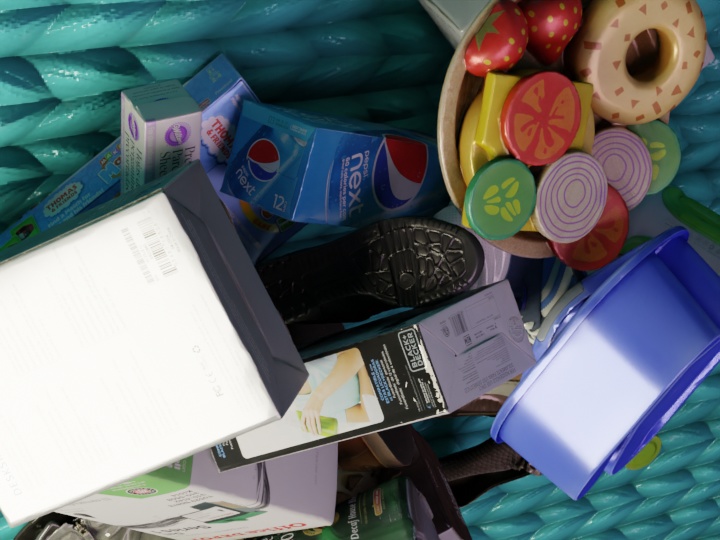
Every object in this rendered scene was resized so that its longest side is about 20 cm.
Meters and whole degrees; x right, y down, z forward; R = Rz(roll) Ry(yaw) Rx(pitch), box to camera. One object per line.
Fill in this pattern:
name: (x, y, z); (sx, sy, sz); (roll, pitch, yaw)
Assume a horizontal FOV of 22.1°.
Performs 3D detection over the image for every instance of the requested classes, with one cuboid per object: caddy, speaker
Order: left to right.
caddy: (0.170, 0.058, 1.255); (0.200, 0.105, 0.141); (-54, 163, 26)
speaker: (0.287, 0.005, 1.455); (0.088, 0.200, 0.089); (-29, 137, -31)

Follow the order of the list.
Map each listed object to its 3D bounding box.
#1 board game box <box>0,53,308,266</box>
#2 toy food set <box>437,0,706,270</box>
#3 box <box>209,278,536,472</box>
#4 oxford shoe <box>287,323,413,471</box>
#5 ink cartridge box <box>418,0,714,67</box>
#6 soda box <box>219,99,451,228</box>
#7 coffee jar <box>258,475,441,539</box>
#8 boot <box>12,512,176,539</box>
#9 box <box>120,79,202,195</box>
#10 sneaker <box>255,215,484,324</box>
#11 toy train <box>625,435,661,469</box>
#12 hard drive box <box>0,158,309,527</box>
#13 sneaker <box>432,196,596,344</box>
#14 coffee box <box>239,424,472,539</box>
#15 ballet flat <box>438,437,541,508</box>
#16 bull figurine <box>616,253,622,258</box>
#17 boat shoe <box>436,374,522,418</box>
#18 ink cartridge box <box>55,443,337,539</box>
board game box: (-0.130, -0.032, 1.241); (0.200, 0.037, 0.151); (-38, 140, 0)
toy food set: (0.135, -0.098, 1.191); (0.199, 0.049, 0.199); (0, 104, -35)
box: (0.001, 0.070, 1.211); (0.200, 0.060, 0.117); (-18, -177, 36)
oxford shoe: (-0.036, 0.081, 1.376); (0.071, 0.071, 0.200); (-17, 120, 24)
ink cartridge box: (0.141, -0.175, 1.274); (0.145, 0.084, 0.200); (-41, 140, 2)
soda box: (0.000, -0.066, 1.242); (0.200, 0.068, 0.064); (3, 106, -53)
coffee jar: (-0.038, 0.231, 1.357); (0.199, 0.104, 0.085); (-24, 112, 7)
boot: (-0.227, 0.237, 1.412); (0.200, 0.068, 0.131); (-49, 133, 3)
box: (-0.130, -0.028, 1.185); (0.041, 0.039, 0.200); (-15, 134, -25)
sneaker: (0.001, 0.003, 1.229); (0.199, 0.060, 0.104); (-12, 177, 23)
toy train: (0.218, 0.128, 1.592); (0.085, 0.116, 0.200); (-31, 140, -9)
hard drive box: (-0.157, 0.046, 1.129); (0.200, 0.077, 0.156); (-22, 102, 18)
sneaker: (0.097, 0.016, 1.298); (0.146, 0.081, 0.200); (-30, 137, -23)
coffee box: (-0.020, 0.219, 1.469); (0.200, 0.113, 0.080); (-27, 143, 6)
ballet flat: (0.100, 0.173, 1.540); (0.067, 0.047, 0.200); (5, 154, -37)
bull figurine: (0.168, 0.006, 1.433); (0.065, 0.200, 0.121); (-60, -174, -20)
boat shoe: (0.071, 0.078, 1.479); (0.199, 0.076, 0.072); (2, 168, -20)
ink cartridge box: (-0.131, 0.133, 1.308); (0.146, 0.085, 0.200); (-14, 155, 38)
